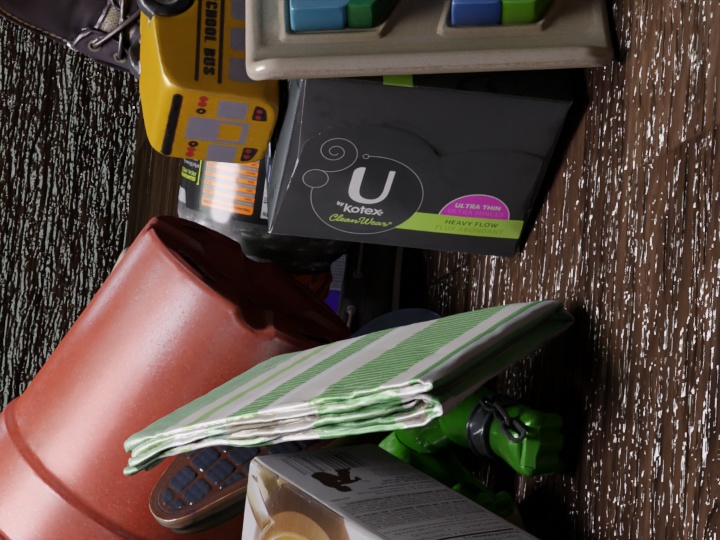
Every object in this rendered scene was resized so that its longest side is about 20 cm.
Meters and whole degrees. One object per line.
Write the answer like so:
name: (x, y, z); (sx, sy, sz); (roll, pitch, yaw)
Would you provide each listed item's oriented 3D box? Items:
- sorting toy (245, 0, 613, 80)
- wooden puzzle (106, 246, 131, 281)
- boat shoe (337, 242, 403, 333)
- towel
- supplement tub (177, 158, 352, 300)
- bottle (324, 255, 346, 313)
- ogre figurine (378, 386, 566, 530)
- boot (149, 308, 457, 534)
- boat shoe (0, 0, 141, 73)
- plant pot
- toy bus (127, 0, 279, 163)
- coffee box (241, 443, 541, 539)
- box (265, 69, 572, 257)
sorting toy: (0.031, -0.176, 1.017); (0.037, 0.183, 0.201); (88, 179, -49)
wooden puzzle: (-0.152, 0.054, 1.350); (0.186, 0.037, 0.200); (-61, -11, 20)
boat shoe: (0.000, 0.000, 1.325); (0.067, 0.056, 0.202); (102, 171, -65)
towel: (-0.007, 0.057, 0.981); (0.199, 0.152, 0.024); (-15, 98, 36)
supplement tub: (-0.053, -0.087, 1.280); (0.123, 0.121, 0.202); (-140, 58, -75)
bottle: (-0.031, 0.027, 1.403); (0.066, 0.083, 0.202); (99, 170, -55)
ogre figurine: (0.040, 0.138, 1.027); (0.120, 0.097, 0.202); (-131, 31, -50)
boot: (-0.022, 0.112, 1.097); (0.075, 0.199, 0.098); (33, 147, 48)
boat shoe: (-0.130, -0.149, 1.134); (0.072, 0.199, 0.065); (-55, 45, 23)
plant pot: (-0.112, 0.087, 1.181); (0.196, 0.200, 0.201); (-57, 19, 12)
toy bus: (-0.085, -0.161, 1.073); (0.065, 0.077, 0.202); (111, 162, -57)
coffee box: (0.028, 0.168, 0.896); (0.199, 0.079, 0.114); (25, 112, 51)
box: (0.023, -0.126, 1.095); (0.125, 0.147, 0.201); (106, 164, -46)
